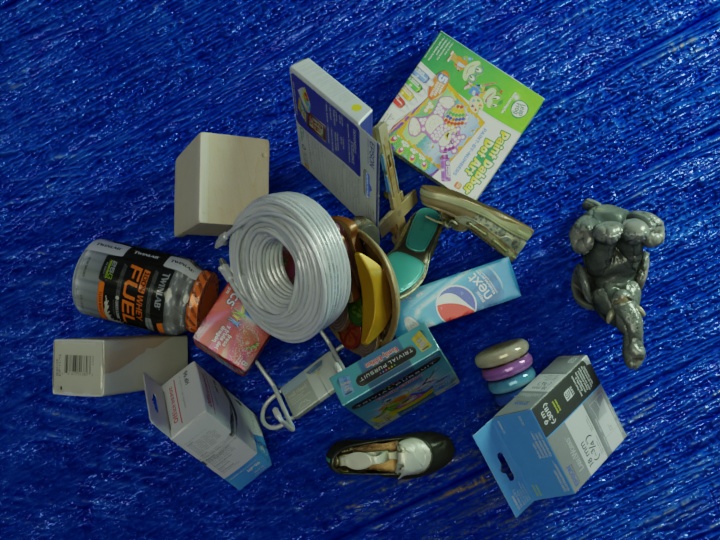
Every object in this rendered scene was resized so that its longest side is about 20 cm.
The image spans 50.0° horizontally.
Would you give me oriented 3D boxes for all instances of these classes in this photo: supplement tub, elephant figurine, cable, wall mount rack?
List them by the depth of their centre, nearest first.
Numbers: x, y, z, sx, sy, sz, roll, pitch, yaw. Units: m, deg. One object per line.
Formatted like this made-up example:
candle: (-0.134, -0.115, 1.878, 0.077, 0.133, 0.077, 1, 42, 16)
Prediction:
cable: (-0.098, -0.003, 1.031, 0.200, 0.069, 0.201, -41, 73, 43)
elephant figurine: (0.368, 0.015, 1.132, 0.141, 0.155, 0.202, 9, 117, 39)
supplement tub: (-0.329, 0.029, 1.194, 0.198, 0.123, 0.124, 12, 88, 6)
wall mount rack: (-0.097, 0.144, 1.194, 0.199, 0.075, 0.174, -36, 47, 2)

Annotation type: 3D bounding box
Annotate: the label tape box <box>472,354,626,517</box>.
label tape box: (0.272, 0.235, 1.092, 0.199, 0.063, 0.145, -35, 102, -28)

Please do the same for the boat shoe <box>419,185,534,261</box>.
boat shoe: (0.168, -0.070, 1.146, 0.199, 0.073, 0.063, 21, 103, -22)

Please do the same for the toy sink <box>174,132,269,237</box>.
toy sink: (-0.213, -0.121, 1.186, 0.111, 0.200, 0.132, 2, 84, -24)

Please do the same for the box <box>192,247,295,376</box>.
box: (-0.158, 0.049, 1.161, 0.095, 0.100, 0.201, 32, 74, -2)

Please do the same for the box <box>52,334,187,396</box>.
box: (-0.349, 0.137, 1.144, 0.094, 0.200, 0.079, -2, 87, 21)

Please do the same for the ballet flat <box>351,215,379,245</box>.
ballet flat: (0.000, 0.000, 1.155, 0.067, 0.201, 0.046, -27, 47, -23)

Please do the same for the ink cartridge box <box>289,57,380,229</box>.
ink cartridge box: (-0.022, -0.174, 1.112, 0.047, 0.198, 0.200, -35, 60, -22)

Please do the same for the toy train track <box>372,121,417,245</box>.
toy train track: (0.039, -0.126, 1.165, 0.032, 0.115, 0.201, 9, 126, 32)

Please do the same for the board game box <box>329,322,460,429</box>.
board game box: (0.056, 0.158, 1.109, 0.150, 0.200, 0.047, -31, 65, 3)

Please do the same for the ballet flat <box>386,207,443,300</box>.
ballet flat: (0.071, -0.010, 1.146, 0.070, 0.071, 0.201, 26, 52, 6)

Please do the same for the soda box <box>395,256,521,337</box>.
soda box: (0.138, 0.042, 1.175, 0.198, 0.068, 0.065, -19, 85, 4)

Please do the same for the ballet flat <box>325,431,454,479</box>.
ballet flat: (0.045, 0.287, 1.170, 0.198, 0.068, 0.069, -7, 85, 5)

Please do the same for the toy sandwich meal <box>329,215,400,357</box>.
toy sandwich meal: (-0.024, 0.026, 1.064, 0.070, 0.205, 0.207, -15, 84, -37)

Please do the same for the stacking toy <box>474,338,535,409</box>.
stacking toy: (0.242, 0.208, 1.153, 0.085, 0.085, 0.202, -20, 89, 4)

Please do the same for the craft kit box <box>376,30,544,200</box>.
craft kit box: (0.149, -0.235, 1.204, 0.197, 0.049, 0.201, 34, 91, 4)

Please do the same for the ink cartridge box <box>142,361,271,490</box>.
ink cartridge box: (-0.222, 0.216, 1.125, 0.068, 0.116, 0.200, -37, 127, 3)
